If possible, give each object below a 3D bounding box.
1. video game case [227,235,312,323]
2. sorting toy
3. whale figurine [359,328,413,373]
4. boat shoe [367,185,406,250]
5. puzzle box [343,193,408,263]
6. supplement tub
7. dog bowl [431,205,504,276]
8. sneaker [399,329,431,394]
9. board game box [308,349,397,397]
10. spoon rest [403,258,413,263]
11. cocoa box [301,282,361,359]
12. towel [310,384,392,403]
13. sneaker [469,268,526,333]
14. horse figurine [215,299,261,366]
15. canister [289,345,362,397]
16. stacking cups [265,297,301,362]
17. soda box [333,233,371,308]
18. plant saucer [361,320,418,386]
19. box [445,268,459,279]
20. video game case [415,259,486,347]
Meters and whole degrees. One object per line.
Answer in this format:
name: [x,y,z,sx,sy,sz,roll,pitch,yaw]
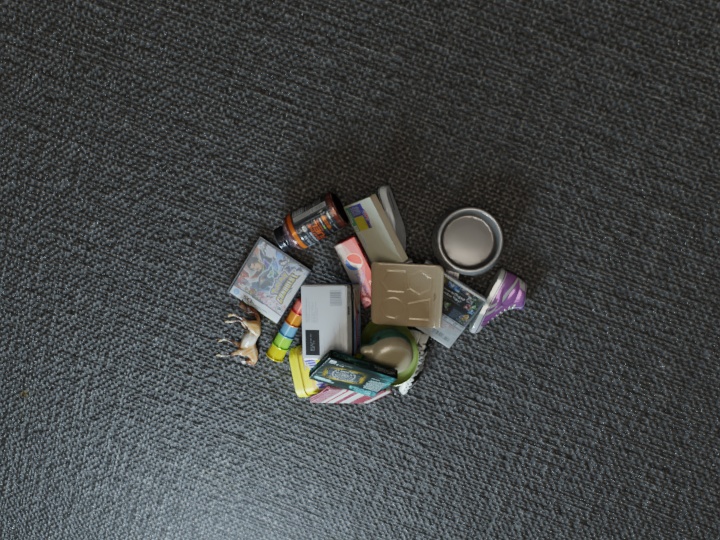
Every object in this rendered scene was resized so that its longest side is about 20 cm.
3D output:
video game case: [-0.268,0.028,1.694,0.180,0.026,0.200,34,104,-1]
sorting toy: [0.126,0.065,1.571,0.199,0.036,0.186,5,112,12]
whale figurine: [0.048,0.237,1.585,0.200,0.104,0.159,-37,128,19]
boat shoe: [0.073,-0.135,1.600,0.071,0.072,0.201,-10,100,29]
puzzle box: [0.040,-0.105,1.579,0.133,0.025,0.201,-11,110,55]
supplement tub: [-0.141,-0.128,1.602,0.199,0.107,0.107,-27,98,13]
dog bowl: [0.295,-0.081,1.562,0.199,0.059,0.201,0,90,4]
sneaker: [0.144,0.264,1.679,0.081,0.075,0.201,21,105,19]
board game box: [-0.020,0.275,1.520,0.199,0.028,0.135,21,139,-20]
spoon rest: [0.163,0.051,1.637,0.099,0.061,0.201,-18,113,12]
cocoa box: [-0.078,0.135,1.568,0.133,0.131,0.201,-1,91,17]
towel: [-0.028,0.355,1.651,0.199,0.144,0.023,8,62,-28]
sneaker: [0.391,0.106,1.607,0.114,0.073,0.201,28,105,-4]
horse figurine: [-0.346,0.191,1.708,0.132,0.050,0.201,14,101,-23]
canister: [-0.094,0.281,1.684,0.199,0.087,0.149,-12,90,14]
stacking cups: [-0.215,0.171,1.707,0.060,0.061,0.201,27,101,1]
soda box: [0.000,0.000,1.635,0.070,0.063,0.201,-25,98,12]
plant saucer: [0.087,0.231,1.658,0.199,0.031,0.201,5,99,34]
box: [0.252,0.083,1.634,0.041,0.039,0.201,5,103,7]
video game case: [0.216,0.095,1.597,0.200,0.023,0.182,32,112,-3]
